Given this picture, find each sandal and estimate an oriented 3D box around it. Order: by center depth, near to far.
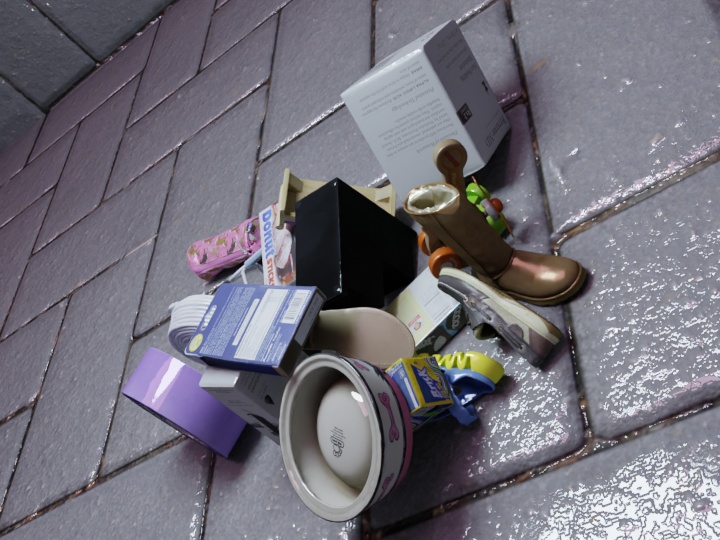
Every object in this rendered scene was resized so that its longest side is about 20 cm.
[{"bbox_3d":[0.092,0.158,1.194,0.198,0.079,0.088,-10,53,45],"label":"sandal"},{"bbox_3d":[-0.010,0.091,1.252,0.208,0.069,0.079,6,82,25],"label":"sandal"}]

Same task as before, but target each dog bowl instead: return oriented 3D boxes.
[{"bbox_3d":[-0.015,0.201,1.123,0.198,0.073,0.204,1,92,48],"label":"dog bowl"}]

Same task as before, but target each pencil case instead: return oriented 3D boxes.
[{"bbox_3d":[-0.255,-0.042,1.790,0.198,0.086,0.084,-18,75,39],"label":"pencil case"}]

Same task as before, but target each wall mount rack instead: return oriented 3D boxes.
[{"bbox_3d":[-0.146,-0.016,1.593,0.199,0.075,0.174,-41,2,12],"label":"wall mount rack"}]

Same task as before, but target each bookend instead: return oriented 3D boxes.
[{"bbox_3d":[0.000,0.000,1.376,0.091,0.199,0.202,-27,51,32],"label":"bookend"}]

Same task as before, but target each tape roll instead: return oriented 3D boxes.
[{"bbox_3d":[-0.276,0.212,1.452,0.199,0.200,0.086,10,63,52],"label":"tape roll"}]

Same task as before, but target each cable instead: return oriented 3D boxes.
[{"bbox_3d":[-0.217,0.108,1.487,0.199,0.198,0.070,-31,37,58],"label":"cable"}]

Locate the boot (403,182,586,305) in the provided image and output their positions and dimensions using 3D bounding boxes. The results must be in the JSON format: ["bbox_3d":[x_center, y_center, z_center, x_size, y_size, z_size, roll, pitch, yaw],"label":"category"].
[{"bbox_3d":[0.172,-0.035,1.175,0.173,0.200,0.067,-4,52,47],"label":"boot"}]

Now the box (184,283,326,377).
[{"bbox_3d":[-0.145,0.076,1.232,0.198,0.032,0.123,3,58,42],"label":"box"}]

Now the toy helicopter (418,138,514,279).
[{"bbox_3d":[0.142,-0.091,1.261,0.130,0.203,0.079,-14,35,-4],"label":"toy helicopter"}]

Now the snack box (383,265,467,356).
[{"bbox_3d":[0.075,0.083,1.319,0.200,0.037,0.117,-44,33,7],"label":"snack box"}]

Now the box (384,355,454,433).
[{"bbox_3d":[0.029,0.188,1.175,0.200,0.064,0.071,-44,58,39],"label":"box"}]

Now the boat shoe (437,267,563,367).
[{"bbox_3d":[0.168,0.060,1.184,0.200,0.072,0.067,30,84,39],"label":"boat shoe"}]

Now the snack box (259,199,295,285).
[{"bbox_3d":[-0.132,-0.039,1.528,0.071,0.024,0.202,-31,43,21],"label":"snack box"}]

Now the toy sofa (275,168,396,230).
[{"bbox_3d":[-0.039,-0.098,1.506,0.098,0.196,0.084,106,170,-62],"label":"toy sofa"}]

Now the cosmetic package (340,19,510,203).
[{"bbox_3d":[0.106,-0.249,1.428,0.163,0.202,0.165,-22,18,35],"label":"cosmetic package"}]

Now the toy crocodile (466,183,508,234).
[{"bbox_3d":[0.148,-0.088,1.394,0.199,0.062,0.068,7,60,57],"label":"toy crocodile"}]

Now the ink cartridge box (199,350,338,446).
[{"bbox_3d":[-0.118,0.155,1.327,0.083,0.200,0.146,-4,53,41],"label":"ink cartridge box"}]
